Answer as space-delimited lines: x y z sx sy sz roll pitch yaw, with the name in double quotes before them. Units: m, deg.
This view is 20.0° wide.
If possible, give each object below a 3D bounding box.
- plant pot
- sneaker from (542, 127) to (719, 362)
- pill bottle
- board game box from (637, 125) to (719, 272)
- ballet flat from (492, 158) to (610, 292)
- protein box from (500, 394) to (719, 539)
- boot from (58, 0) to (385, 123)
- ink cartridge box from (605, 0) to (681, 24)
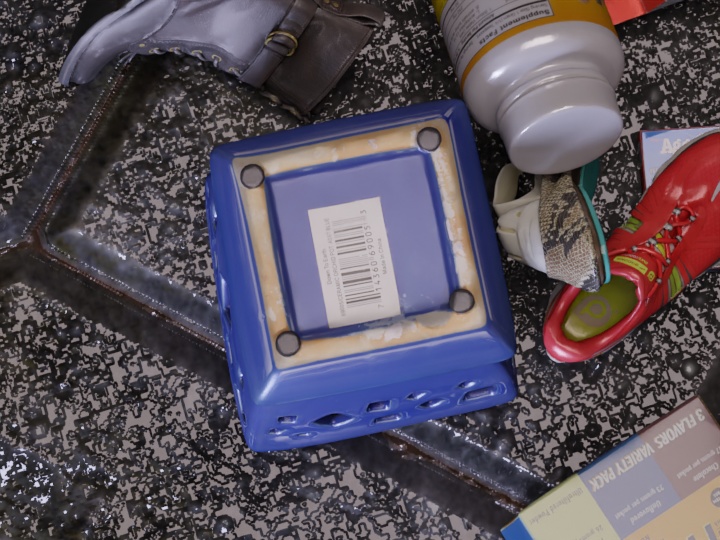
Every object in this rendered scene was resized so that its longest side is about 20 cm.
"plant pot" 0.000 0.000 1.353 0.199 0.180 0.201 -10 80 -2
"sneaker" 0.198 -0.008 1.372 0.077 0.085 0.200 41 106 5
"pill bottle" 0.108 -0.167 1.355 0.109 0.109 0.201 -15 62 -2
"board game box" 0.299 -0.054 1.439 0.199 0.019 0.104 -3 81 0
"ballet flat" 0.126 -0.041 1.370 0.075 0.200 0.068 -7 120 7
"protein box" 0.201 0.207 1.303 0.135 0.200 0.199 -32 81 -5
"boot" -0.100 -0.153 1.424 0.174 0.200 0.069 32 44 -22
"ink cartridge box" 0.205 -0.269 1.433 0.199 0.050 0.163 -19 80 -6
